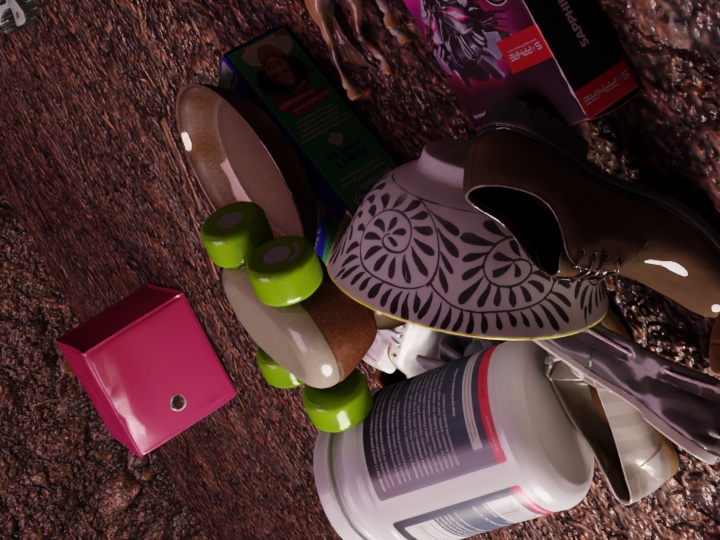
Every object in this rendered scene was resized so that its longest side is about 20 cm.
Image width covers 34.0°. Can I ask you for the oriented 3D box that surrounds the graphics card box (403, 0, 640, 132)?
[{"bbox_3d":[0.080,-0.178,0.746,0.200,0.051,0.125,61,158,-10],"label":"graphics card box"}]

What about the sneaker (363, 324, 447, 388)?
[{"bbox_3d":[0.040,0.050,1.114,0.073,0.085,0.200,43,154,35],"label":"sneaker"}]

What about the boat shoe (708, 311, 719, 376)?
[{"bbox_3d":[0.266,0.012,0.618,0.064,0.071,0.200,23,151,-10],"label":"boat shoe"}]

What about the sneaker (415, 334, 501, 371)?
[{"bbox_3d":[0.093,0.111,1.107,0.115,0.075,0.200,60,153,-8],"label":"sneaker"}]

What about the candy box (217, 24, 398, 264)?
[{"bbox_3d":[-0.051,-0.099,1.104,0.200,0.077,0.169,50,157,12],"label":"candy box"}]

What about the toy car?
[{"bbox_3d":[0.000,0.000,0.968,0.158,0.200,0.164,35,152,50],"label":"toy car"}]

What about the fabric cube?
[{"bbox_3d":[-0.358,0.160,1.968,0.200,0.196,0.199,9,128,63],"label":"fabric cube"}]

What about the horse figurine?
[{"bbox_3d":[-0.006,-0.210,0.876,0.200,0.050,0.133,127,121,-74],"label":"horse figurine"}]

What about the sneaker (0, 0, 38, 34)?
[{"bbox_3d":[-0.505,-0.410,1.626,0.090,0.078,0.200,54,159,11],"label":"sneaker"}]

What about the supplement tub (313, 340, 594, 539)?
[{"bbox_3d":[0.076,0.149,0.969,0.200,0.140,0.140,-23,103,29],"label":"supplement tub"}]

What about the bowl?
[{"bbox_3d":[0.081,-0.035,0.818,0.201,0.201,0.094,31,121,47],"label":"bowl"}]

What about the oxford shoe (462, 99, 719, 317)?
[{"bbox_3d":[0.147,-0.017,0.731,0.200,0.084,0.073,29,152,-5],"label":"oxford shoe"}]

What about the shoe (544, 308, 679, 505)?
[{"bbox_3d":[0.183,0.091,0.907,0.200,0.053,0.070,61,158,-13],"label":"shoe"}]

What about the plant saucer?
[{"bbox_3d":[-0.096,-0.085,1.065,0.200,0.037,0.200,45,155,28],"label":"plant saucer"}]

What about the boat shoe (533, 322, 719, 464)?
[{"bbox_3d":[0.182,0.057,0.832,0.200,0.057,0.067,36,-174,23],"label":"boat shoe"}]
